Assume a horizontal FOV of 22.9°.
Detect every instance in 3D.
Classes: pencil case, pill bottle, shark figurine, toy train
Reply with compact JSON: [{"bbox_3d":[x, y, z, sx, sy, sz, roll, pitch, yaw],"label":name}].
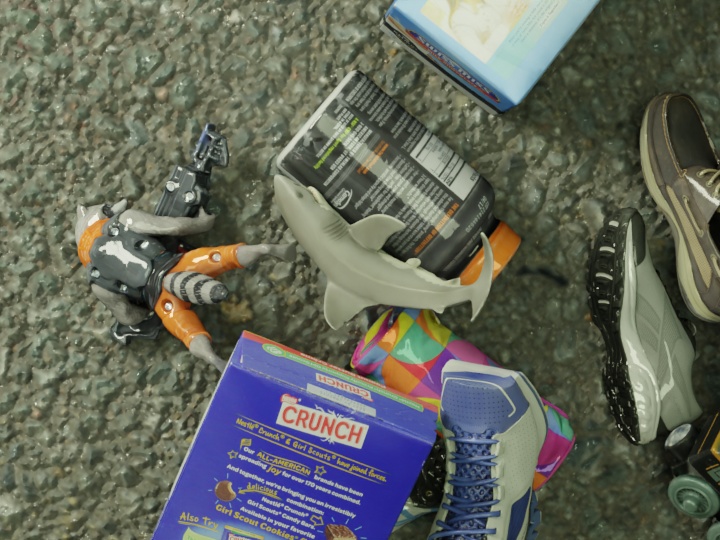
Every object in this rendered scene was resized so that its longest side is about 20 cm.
[{"bbox_3d":[0.086,0.101,1.487,0.200,0.088,0.088,40,88,-6],"label":"pencil case"},{"bbox_3d":[0.037,-0.063,1.466,0.200,0.106,0.106,41,88,-4],"label":"pill bottle"},{"bbox_3d":[0.017,0.015,1.405,0.214,0.128,0.090,23,59,28],"label":"shark figurine"},{"bbox_3d":[0.344,0.197,1.482,0.200,0.114,0.085,47,50,-8],"label":"toy train"}]

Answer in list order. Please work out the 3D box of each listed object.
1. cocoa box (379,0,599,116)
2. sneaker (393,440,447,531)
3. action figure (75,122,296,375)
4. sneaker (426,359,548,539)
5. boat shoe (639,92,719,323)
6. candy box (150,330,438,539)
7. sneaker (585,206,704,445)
[{"bbox_3d":[0.128,-0.245,1.456,0.133,0.131,0.200,38,88,-4],"label":"cocoa box"},{"bbox_3d":[0.004,0.198,1.498,0.200,0.073,0.072,-20,67,-16],"label":"sneaker"},{"bbox_3d":[-0.151,-0.023,1.437,0.193,0.105,0.200,20,94,29],"label":"action figure"},{"bbox_3d":[0.097,0.179,1.407,0.080,0.115,0.200,7,126,21],"label":"sneaker"},{"bbox_3d":[0.296,-0.057,1.491,0.074,0.073,0.200,-20,92,-35],"label":"boat shoe"},{"bbox_3d":[-0.055,0.170,1.378,0.169,0.077,0.200,23,111,-6],"label":"candy box"},{"bbox_3d":[0.243,0.044,1.508,0.079,0.074,0.200,-12,99,-13],"label":"sneaker"}]
